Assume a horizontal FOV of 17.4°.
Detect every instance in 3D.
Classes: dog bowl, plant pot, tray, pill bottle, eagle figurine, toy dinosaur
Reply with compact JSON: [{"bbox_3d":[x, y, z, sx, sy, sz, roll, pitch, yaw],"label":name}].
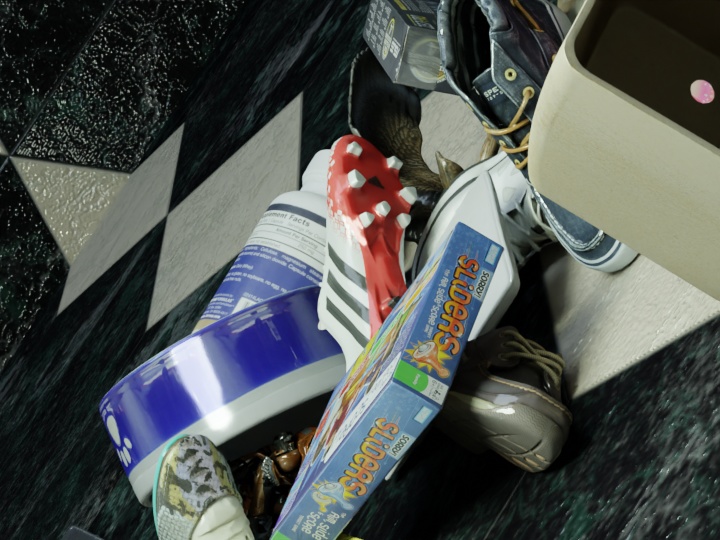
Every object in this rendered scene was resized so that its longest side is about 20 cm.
[{"bbox_3d":[-0.087,0.092,1.715,0.199,0.079,0.200,-27,-12,-6],"label":"dog bowl"},{"bbox_3d":[0.194,-0.095,1.211,0.201,0.199,0.177,-62,4,-27],"label":"plant pot"},{"bbox_3d":[0.057,0.039,1.572,0.108,0.022,0.201,-100,30,-45],"label":"tray"},{"bbox_3d":[-0.044,0.009,1.901,0.201,0.115,0.116,-59,14,-18],"label":"pill bottle"},{"bbox_3d":[0.034,-0.060,1.745,0.152,0.151,0.200,-50,36,-3],"label":"eagle figurine"},{"bbox_3d":[-0.059,0.165,1.689,0.136,0.102,0.201,-38,-18,-45],"label":"toy dinosaur"}]

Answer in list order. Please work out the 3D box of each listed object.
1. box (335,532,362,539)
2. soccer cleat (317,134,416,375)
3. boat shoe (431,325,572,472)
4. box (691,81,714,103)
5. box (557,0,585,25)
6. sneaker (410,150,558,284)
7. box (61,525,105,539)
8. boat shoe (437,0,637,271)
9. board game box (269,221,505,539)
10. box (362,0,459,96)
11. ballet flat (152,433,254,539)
[{"bbox_3d":[-0.018,0.206,1.484,0.076,0.050,0.200,-57,14,-9],"label":"box"},{"bbox_3d":[0.000,0.000,1.594,0.085,0.068,0.201,-39,52,37],"label":"soccer cleat"},{"bbox_3d":[0.082,0.068,1.419,0.074,0.074,0.200,-57,15,-7],"label":"boat shoe"},{"bbox_3d":[0.232,-0.192,1.468,0.201,0.102,0.095,-58,13,-8],"label":"box"},{"bbox_3d":[0.191,-0.188,1.612,0.078,0.095,0.200,-47,14,28],"label":"box"},{"bbox_3d":[0.107,-0.038,1.579,0.201,0.076,0.115,-50,13,13],"label":"sneaker"},{"bbox_3d":[-0.095,0.253,1.322,0.124,0.198,0.200,-58,14,-9],"label":"box"},{"bbox_3d":[0.107,-0.090,1.479,0.071,0.091,0.201,-39,57,33],"label":"boat shoe"},{"bbox_3d":[0.014,0.078,1.433,0.200,0.034,0.136,-55,8,49],"label":"board game box"},{"bbox_3d":[0.093,-0.160,1.735,0.200,0.160,0.049,-116,40,-73],"label":"box"},{"bbox_3d":[-0.097,0.200,1.595,0.072,0.071,0.202,-75,-12,-55],"label":"ballet flat"}]
